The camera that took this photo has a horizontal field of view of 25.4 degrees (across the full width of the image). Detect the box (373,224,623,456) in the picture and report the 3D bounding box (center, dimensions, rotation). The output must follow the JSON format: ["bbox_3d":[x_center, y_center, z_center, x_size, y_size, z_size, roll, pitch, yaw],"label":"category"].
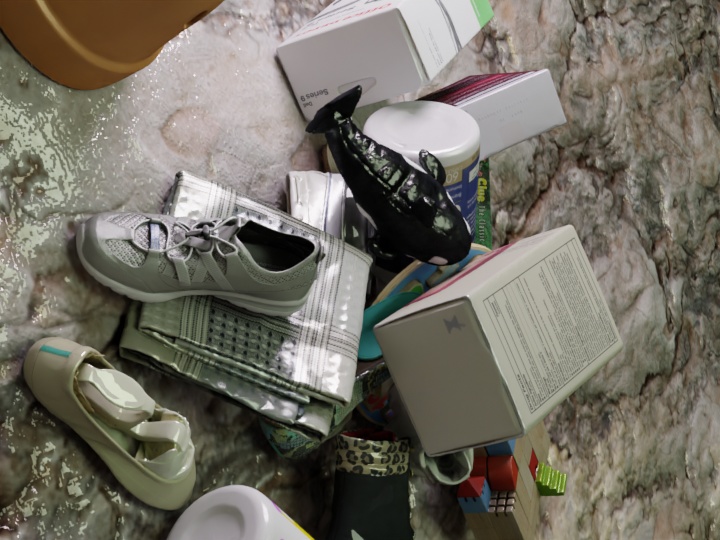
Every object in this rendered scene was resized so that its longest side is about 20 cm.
[{"bbox_3d":[0.124,0.059,1.396,0.200,0.109,0.128,-30,98,-51],"label":"box"}]

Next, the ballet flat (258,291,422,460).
[{"bbox_3d":[-0.010,0.095,1.408,0.200,0.074,0.074,-36,111,-27],"label":"ballet flat"}]

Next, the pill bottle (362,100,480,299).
[{"bbox_3d":[0.056,-0.052,1.537,0.111,0.111,0.200,-60,155,-52],"label":"pill bottle"}]

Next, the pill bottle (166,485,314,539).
[{"bbox_3d":[-0.060,0.259,1.256,0.200,0.104,0.104,48,39,-38],"label":"pill bottle"}]

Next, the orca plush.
[{"bbox_3d":[0.045,-0.075,1.388,0.105,0.071,0.200,-41,118,-25],"label":"orca plush"}]

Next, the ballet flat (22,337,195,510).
[{"bbox_3d":[-0.167,0.116,1.179,0.200,0.069,0.070,47,40,-40],"label":"ballet flat"}]

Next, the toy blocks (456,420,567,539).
[{"bbox_3d":[0.141,0.188,1.612,0.200,0.100,0.137,-74,150,-42],"label":"toy blocks"}]

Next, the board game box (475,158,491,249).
[{"bbox_3d":[0.124,-0.037,1.735,0.105,0.023,0.200,96,-5,-65],"label":"board game box"}]

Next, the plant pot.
[{"bbox_3d":[-0.185,-0.255,1.243,0.200,0.140,0.201,31,52,-50],"label":"plant pot"}]

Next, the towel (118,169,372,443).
[{"bbox_3d":[-0.086,0.025,1.305,0.192,0.035,0.200,26,50,-17],"label":"towel"}]

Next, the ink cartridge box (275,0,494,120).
[{"bbox_3d":[0.027,-0.236,1.589,0.084,0.146,0.200,66,31,-17],"label":"ink cartridge box"}]

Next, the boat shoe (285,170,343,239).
[{"bbox_3d":[-0.056,-0.012,1.433,0.071,0.070,0.200,106,-7,-53],"label":"boat shoe"}]

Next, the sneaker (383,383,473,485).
[{"bbox_3d":[0.064,0.167,1.484,0.200,0.075,0.100,77,-9,-65],"label":"sneaker"}]

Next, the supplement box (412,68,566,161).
[{"bbox_3d":[0.115,-0.157,1.633,0.109,0.200,0.061,-24,103,-15],"label":"supplement box"}]

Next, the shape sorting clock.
[{"bbox_3d":[0.070,0.065,1.524,0.039,0.200,0.200,43,6,41],"label":"shape sorting clock"}]

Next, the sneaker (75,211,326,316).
[{"bbox_3d":[-0.121,-0.021,1.245,0.200,0.082,0.075,7,54,-26],"label":"sneaker"}]

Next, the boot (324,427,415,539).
[{"bbox_3d":[0.034,0.221,1.427,0.203,0.073,0.154,7,90,-55],"label":"boot"}]

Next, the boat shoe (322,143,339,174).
[{"bbox_3d":[0.040,-0.097,1.618,0.200,0.076,0.072,17,63,-56],"label":"boat shoe"}]

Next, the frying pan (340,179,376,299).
[{"bbox_3d":[-0.002,0.002,1.462,0.115,0.031,0.191,-64,152,-76],"label":"frying pan"}]
